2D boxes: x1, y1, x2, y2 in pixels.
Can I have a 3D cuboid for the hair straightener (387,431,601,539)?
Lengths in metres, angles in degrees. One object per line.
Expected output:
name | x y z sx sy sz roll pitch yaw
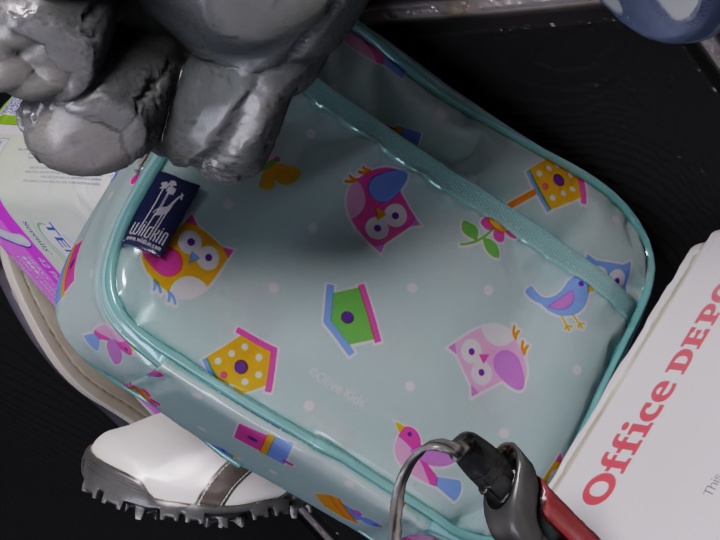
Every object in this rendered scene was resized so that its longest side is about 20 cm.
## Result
hair straightener | 0.072 0.126 0.823 0.041 0.077 0.200 1 139 52

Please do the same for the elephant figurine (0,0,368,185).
elephant figurine | -0.068 -0.135 0.841 0.155 0.200 0.142 3 131 -9

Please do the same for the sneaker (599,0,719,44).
sneaker | 0.042 -0.121 0.721 0.070 0.082 0.200 7 144 45

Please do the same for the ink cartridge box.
ink cartridge box | 0.178 0.073 0.865 0.200 0.145 0.088 10 145 41

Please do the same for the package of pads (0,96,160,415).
package of pads | -0.065 0.009 1.138 0.154 0.068 0.200 4 142 48

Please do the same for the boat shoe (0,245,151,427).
boat shoe | -0.126 0.036 1.256 0.063 0.073 0.200 6 147 41

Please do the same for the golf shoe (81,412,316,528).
golf shoe | -0.017 0.047 1.054 0.078 0.200 0.095 -122 26 -72

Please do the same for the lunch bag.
lunch bag | 0.000 0.000 0.945 0.200 0.160 0.077 33 161 -12
